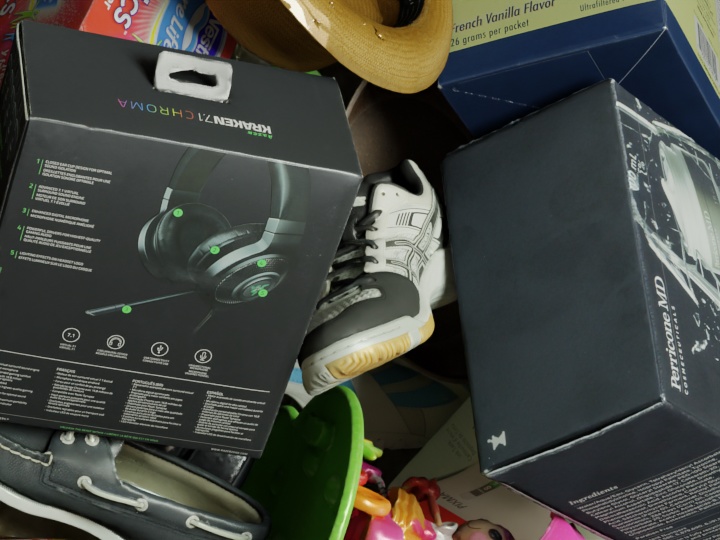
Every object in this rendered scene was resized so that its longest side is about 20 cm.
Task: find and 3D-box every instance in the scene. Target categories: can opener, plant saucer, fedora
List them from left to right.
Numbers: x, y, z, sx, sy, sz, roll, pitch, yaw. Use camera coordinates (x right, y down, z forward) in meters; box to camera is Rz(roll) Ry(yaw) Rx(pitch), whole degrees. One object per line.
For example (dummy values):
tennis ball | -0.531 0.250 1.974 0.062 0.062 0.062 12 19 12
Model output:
can opener | -0.076 0.053 1.480 0.078 0.063 0.201 30 78 -8
fedora | -0.036 -0.171 1.393 0.200 0.082 0.201 35 39 -35
plant saucer | 0.042 -0.032 1.558 0.200 0.037 0.202 10 75 -45

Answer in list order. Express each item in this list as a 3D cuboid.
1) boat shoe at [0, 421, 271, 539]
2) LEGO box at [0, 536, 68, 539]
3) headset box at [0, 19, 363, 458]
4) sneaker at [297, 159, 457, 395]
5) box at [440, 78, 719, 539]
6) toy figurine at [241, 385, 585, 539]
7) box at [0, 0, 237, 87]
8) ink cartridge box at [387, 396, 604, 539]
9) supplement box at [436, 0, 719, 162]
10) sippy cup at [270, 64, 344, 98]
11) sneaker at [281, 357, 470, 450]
boat shoe | -0.139 0.104 1.394 0.199 0.060 0.076 30 21 -22
LEGO box | -0.176 0.178 1.295 0.148 0.199 0.078 -3 90 -47
headset box | -0.109 -0.018 1.337 0.173 0.093 0.201 8 125 -17
sneaker | 0.000 0.000 1.417 0.088 0.075 0.200 63 22 -9
box | 0.154 0.035 1.455 0.196 0.124 0.201 28 46 -46
toy figurine | 0.037 0.158 1.456 0.183 0.200 0.151 21 95 -18
box | -0.132 -0.137 1.436 0.100 0.095 0.201 43 58 -36
ink cartridge box | 0.090 0.148 1.595 0.200 0.050 0.161 -49 135 7
supplement box | 0.135 -0.157 1.531 0.200 0.134 0.201 50 33 -54
sippy cup | 0.001 -0.192 1.564 0.178 0.140 0.130 -43 138 4
sneaker | -0.003 0.077 1.573 0.199 0.076 0.081 28 78 -29
